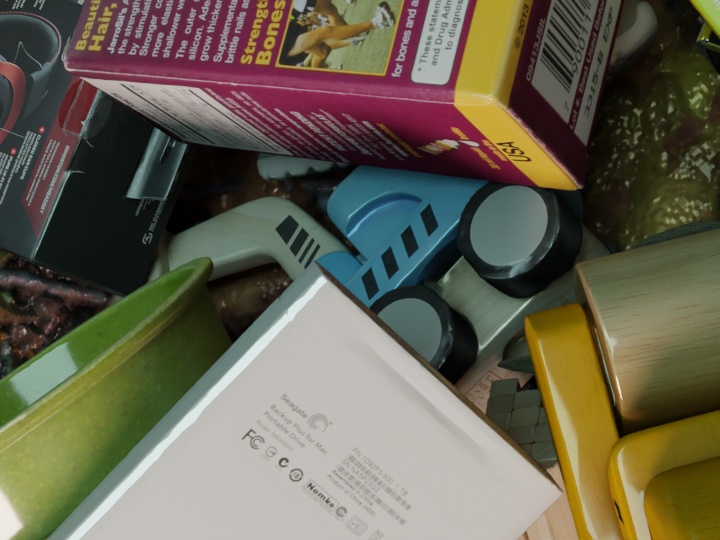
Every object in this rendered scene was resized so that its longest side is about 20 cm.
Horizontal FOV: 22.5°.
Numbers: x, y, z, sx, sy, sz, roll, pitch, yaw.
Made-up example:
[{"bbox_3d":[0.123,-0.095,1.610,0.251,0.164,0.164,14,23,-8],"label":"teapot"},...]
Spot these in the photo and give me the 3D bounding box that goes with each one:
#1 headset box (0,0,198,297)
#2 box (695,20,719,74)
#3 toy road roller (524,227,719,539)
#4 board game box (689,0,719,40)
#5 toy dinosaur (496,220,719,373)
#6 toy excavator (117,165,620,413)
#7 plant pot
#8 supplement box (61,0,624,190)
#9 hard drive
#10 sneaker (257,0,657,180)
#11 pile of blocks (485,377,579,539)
[{"bbox_3d":[-0.155,-0.082,0.881,0.200,0.075,0.149,20,86,39],"label":"headset box"},{"bbox_3d":[0.267,-0.131,0.762,0.200,0.049,0.160,24,86,25],"label":"box"},{"bbox_3d":[0.139,0.073,0.628,0.123,0.146,0.200,-14,75,0],"label":"toy road roller"},{"bbox_3d":[0.217,-0.171,0.738,0.200,0.048,0.102,-37,66,12],"label":"board game box"},{"bbox_3d":[0.156,0.018,0.753,0.200,0.077,0.102,-7,72,5],"label":"toy dinosaur"},{"bbox_3d":[0.000,0.000,0.828,0.194,0.100,0.200,-46,53,8],"label":"toy excavator"},{"bbox_3d":[-0.093,0.127,0.771,0.200,0.200,0.190,-33,99,12],"label":"plant pot"},{"bbox_3d":[-0.001,-0.116,0.739,0.200,0.103,0.131,9,78,28],"label":"supplement box"},{"bbox_3d":[-0.039,0.112,0.678,0.132,0.026,0.200,42,95,-19],"label":"hard drive"},{"bbox_3d":[0.034,-0.099,0.824,0.200,0.075,0.082,-13,91,19],"label":"sneaker"},{"bbox_3d":[0.099,0.141,0.750,0.062,0.082,0.200,-8,100,18],"label":"pile of blocks"}]
